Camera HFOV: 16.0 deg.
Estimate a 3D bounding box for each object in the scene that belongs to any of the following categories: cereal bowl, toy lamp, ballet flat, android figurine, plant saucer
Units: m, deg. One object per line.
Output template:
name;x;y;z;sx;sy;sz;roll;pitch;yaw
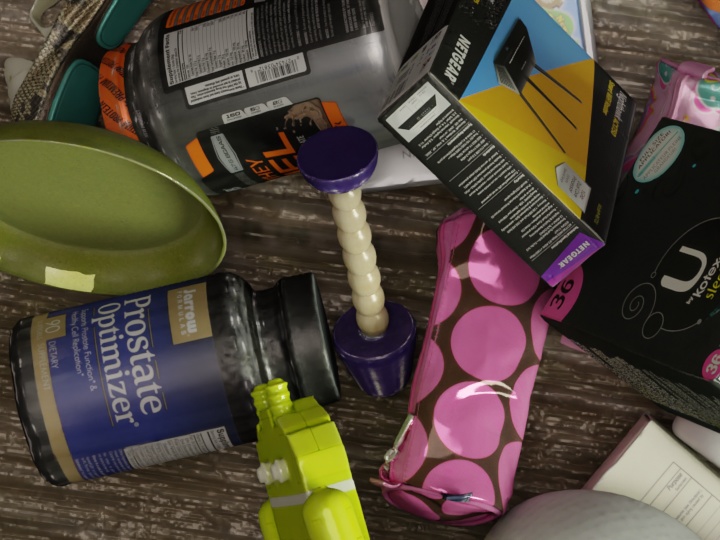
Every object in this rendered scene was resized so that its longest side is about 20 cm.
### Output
cereal bowl;0.145;0.243;1.608;0.199;0.083;0.202;13;122;22
toy lamp;0.000;0.000;1.625;0.058;0.058;0.201;-10;131;2
ballet flat;-0.191;-0.149;1.688;0.075;0.068;0.201;23;85;24
android figurine;-0.026;0.163;1.569;0.041;0.182;0.202;-17;89;-14
plant saucer;-0.181;-0.043;1.629;0.198;0.200;0.031;8;63;2

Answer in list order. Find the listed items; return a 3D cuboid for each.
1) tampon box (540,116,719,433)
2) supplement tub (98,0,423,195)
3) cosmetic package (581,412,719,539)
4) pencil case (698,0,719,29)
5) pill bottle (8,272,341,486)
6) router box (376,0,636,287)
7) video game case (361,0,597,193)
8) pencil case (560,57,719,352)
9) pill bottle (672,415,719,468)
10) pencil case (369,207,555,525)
tampon box;0.233;0.015;1.526;0.126;0.200;0.150;36;83;-28
supplement tub;-0.058;-0.121;1.633;0.198;0.122;0.124;-15;89;17
cosmetic package;0.229;0.195;1.659;0.200;0.071;0.105;42;93;2
pencil case;0.247;-0.201;1.653;0.088;0.088;0.201;-34;90;2
pill bottle;-0.117;0.064;1.654;0.198;0.112;0.113;-13;89;3
router box;0.094;-0.098;1.569;0.149;0.200;0.051;43;118;-13
video game case;0.063;-0.160;1.692;0.180;0.022;0.202;-7;89;2
pencil case;0.193;-0.034;1.654;0.087;0.087;0.201;24;90;2
pill bottle;0.298;0.053;1.636;0.111;0.111;0.201;35;91;2
pencil case;0.068;0.059;1.636;0.093;0.091;0.202;18;73;-19
